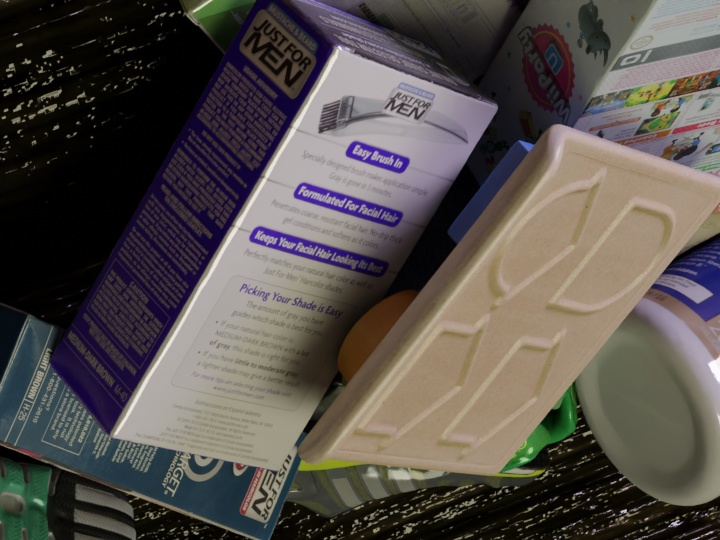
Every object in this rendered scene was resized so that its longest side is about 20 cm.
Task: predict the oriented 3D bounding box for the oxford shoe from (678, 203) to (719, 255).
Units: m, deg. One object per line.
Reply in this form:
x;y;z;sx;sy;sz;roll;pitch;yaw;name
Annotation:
0.164;-0.045;1.384;0.199;0.071;0.074;-24;163;0;oxford shoe

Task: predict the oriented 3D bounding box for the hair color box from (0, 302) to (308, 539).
-0.128;0.067;1.287;0.200;0.100;0.061;26;84;-46;hair color box

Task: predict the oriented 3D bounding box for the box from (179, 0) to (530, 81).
0.031;-0.141;1.209;0.199;0.036;0.144;-34;141;6;box

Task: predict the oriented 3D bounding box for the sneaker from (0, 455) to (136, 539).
-0.211;0.123;1.339;0.199;0.075;0.087;26;142;-35;sneaker

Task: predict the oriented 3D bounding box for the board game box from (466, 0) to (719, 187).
0.146;-0.113;1.236;0.147;0.064;0.200;-13;150;-33;board game box

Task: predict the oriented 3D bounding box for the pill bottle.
0.218;0.031;1.420;0.199;0.116;0.116;-28;146;-30;pill bottle

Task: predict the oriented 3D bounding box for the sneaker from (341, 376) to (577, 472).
0.063;0.058;1.369;0.074;0.084;0.200;-26;166;28;sneaker

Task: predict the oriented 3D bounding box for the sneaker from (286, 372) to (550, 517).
0.010;0.091;1.442;0.199;0.074;0.081;7;141;-29;sneaker

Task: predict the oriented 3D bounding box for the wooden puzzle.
0.066;0.011;1.229;0.186;0.046;0.200;-52;155;16;wooden puzzle

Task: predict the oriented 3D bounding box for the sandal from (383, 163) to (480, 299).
0.001;0.000;1.326;0.199;0.076;0.043;-24;169;-4;sandal

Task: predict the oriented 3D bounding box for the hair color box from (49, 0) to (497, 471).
-0.039;-0.016;1.190;0.109;0.065;0.201;16;112;-46;hair color box
